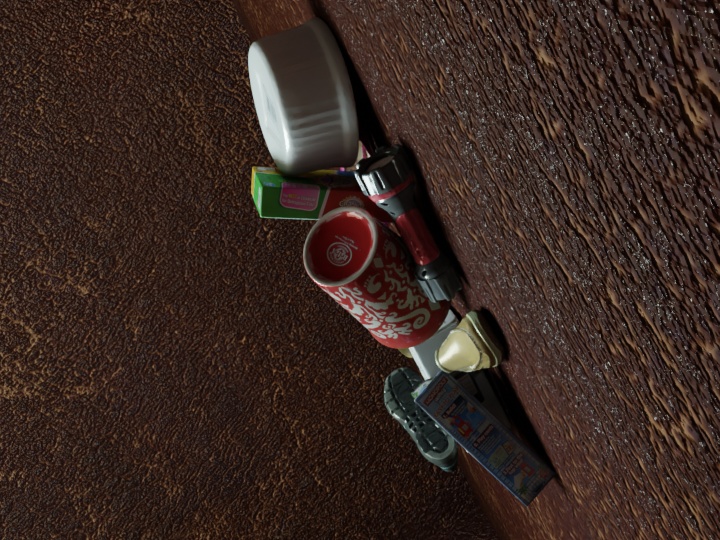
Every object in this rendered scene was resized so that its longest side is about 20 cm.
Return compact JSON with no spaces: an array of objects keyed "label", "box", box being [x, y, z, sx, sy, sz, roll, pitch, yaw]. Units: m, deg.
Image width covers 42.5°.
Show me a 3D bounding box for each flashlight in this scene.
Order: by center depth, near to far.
[{"label":"flashlight","box":[0.064,-0.051,1.111,0.067,0.068,0.201,-5,124,42]}]

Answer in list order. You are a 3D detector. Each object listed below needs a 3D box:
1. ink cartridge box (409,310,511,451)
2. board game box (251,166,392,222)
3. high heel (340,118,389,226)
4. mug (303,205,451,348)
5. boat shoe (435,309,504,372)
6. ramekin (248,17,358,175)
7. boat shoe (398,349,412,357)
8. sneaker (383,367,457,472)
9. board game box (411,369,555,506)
[{"label":"ink cartridge box","box":[0.140,0.156,1.441,0.201,0.083,0.145,62,178,-16]},{"label":"board game box","box":[-0.044,-0.104,1.257,0.153,0.197,0.041,-126,39,-70]},{"label":"high heel","box":[0.004,-0.137,1.366,0.096,0.067,0.202,-94,-8,-70]},{"label":"mug","box":[0.002,0.010,1.210,0.200,0.176,0.135,39,-130,-54]},{"label":"boat shoe","box":[0.131,0.102,1.163,0.072,0.076,0.200,62,177,12]},{"label":"ramekin","box":[-0.080,-0.225,1.236,0.200,0.097,0.203,163,90,-78]},{"label":"boat shoe","box":[0.108,0.136,2.271,0.063,0.074,0.201,8,-150,-33]},{"label":"sneaker","box":[0.098,0.245,1.503,0.201,0.075,0.079,60,-179,41]},{"label":"board game box","box":[0.147,0.207,1.278,0.200,0.062,0.200,44,178,-15]}]
